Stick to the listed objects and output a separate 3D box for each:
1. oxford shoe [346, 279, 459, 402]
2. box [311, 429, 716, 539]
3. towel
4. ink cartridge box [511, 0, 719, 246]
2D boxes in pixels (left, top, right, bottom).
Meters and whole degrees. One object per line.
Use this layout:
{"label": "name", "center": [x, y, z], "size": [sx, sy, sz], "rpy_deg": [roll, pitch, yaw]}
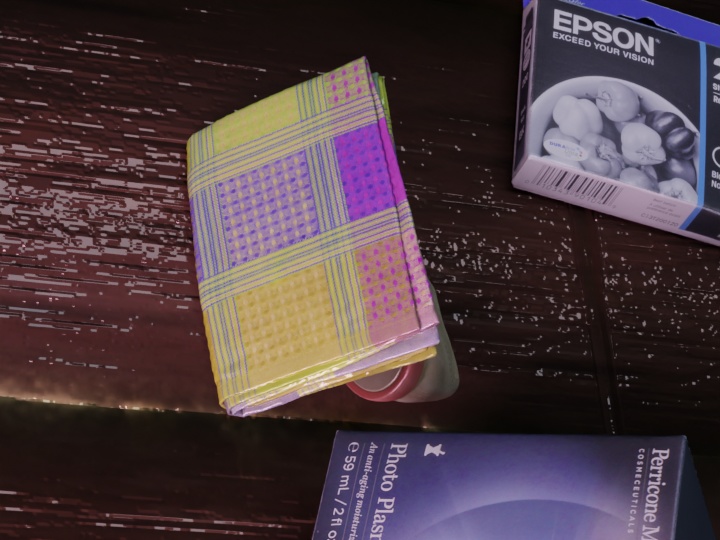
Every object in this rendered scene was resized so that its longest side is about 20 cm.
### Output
{"label": "oxford shoe", "center": [0.000, 0.000, 1.312], "size": [0.075, 0.070, 0.200], "rpy_deg": [17, 44, -50]}
{"label": "box", "center": [0.075, 0.195, 1.121], "size": [0.198, 0.123, 0.200], "rpy_deg": [0, 53, 18]}
{"label": "towel", "center": [-0.033, -0.018, 1.273], "size": [0.023, 0.143, 0.200], "rpy_deg": [40, 33, -57]}
{"label": "ink cartridge box", "center": [0.203, -0.121, 1.472], "size": [0.198, 0.043, 0.200], "rpy_deg": [15, 55, -13]}
